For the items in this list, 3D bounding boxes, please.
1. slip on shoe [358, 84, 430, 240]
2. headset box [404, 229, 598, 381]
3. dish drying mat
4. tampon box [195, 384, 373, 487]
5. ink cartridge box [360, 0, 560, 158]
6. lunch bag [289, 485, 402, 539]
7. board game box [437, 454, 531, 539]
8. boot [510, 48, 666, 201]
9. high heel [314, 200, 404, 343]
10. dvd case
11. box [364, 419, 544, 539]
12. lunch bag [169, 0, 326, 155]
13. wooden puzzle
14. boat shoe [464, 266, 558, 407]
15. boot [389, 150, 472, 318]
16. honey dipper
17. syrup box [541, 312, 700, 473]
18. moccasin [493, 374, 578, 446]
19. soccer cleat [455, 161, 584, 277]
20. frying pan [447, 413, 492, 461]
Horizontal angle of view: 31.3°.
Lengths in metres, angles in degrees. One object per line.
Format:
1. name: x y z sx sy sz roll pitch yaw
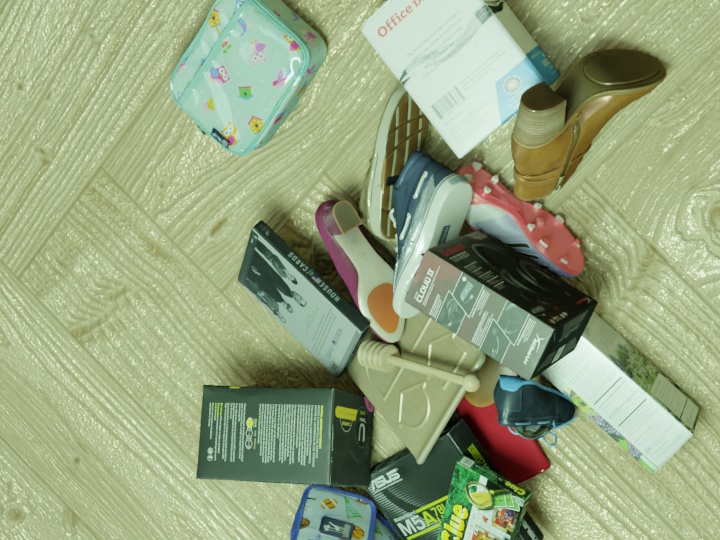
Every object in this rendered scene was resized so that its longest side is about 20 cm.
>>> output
1. slip on shoe: 0.038 -0.141 1.631 0.060 0.075 0.202 29 120 47
2. headset box: 0.160 0.032 1.519 0.199 0.148 0.078 34 115 21
3. dish drying mat: 0.173 0.193 1.714 0.076 0.018 0.201 -30 94 29
4. tampon box: -0.100 0.225 1.744 0.198 0.150 0.128 -1 80 22
5. ink cartridge box: 0.120 -0.263 1.539 0.144 0.084 0.201 -37 92 28
6. lunch bag: -0.016 0.407 1.755 0.200 0.171 0.124 43 117 -16
7. board game box: 0.154 0.343 1.677 0.104 0.023 0.202 27 128 25
8. boot: 0.262 -0.170 1.514 0.156 0.198 0.074 87 159 -50
9. high heel: 0.000 0.000 1.686 0.067 0.096 0.202 -21 95 -17
10. dvd case: -0.080 0.041 1.711 0.200 0.025 0.151 43 151 10
11. box: 0.121 0.320 1.734 0.199 0.047 0.194 -34 94 44
12. lunch bag: -0.153 -0.258 1.659 0.160 0.077 0.200 41 118 4
13. wooden puzzle: 0.077 0.120 1.678 0.200 0.046 0.186 52 125 38
14. boat shoe: 0.197 0.085 1.636 0.070 0.070 0.201 36 116 18
15. boot: 0.071 -0.046 1.608 0.090 0.072 0.202 42 120 38
16. honey dipper: 0.076 0.122 1.621 0.199 0.038 0.038 11 114 45
17. syrup box: 0.321 0.146 1.601 0.200 0.079 0.082 41 119 5
18. moccasin: 0.207 0.176 1.595 0.080 0.199 0.069 7 80 35
19. soccer cleat: 0.190 -0.054 1.602 0.199 0.067 0.077 38 140 4
20. frying pan: 0.120 0.233 1.733 0.114 0.031 0.192 -23 97 42
